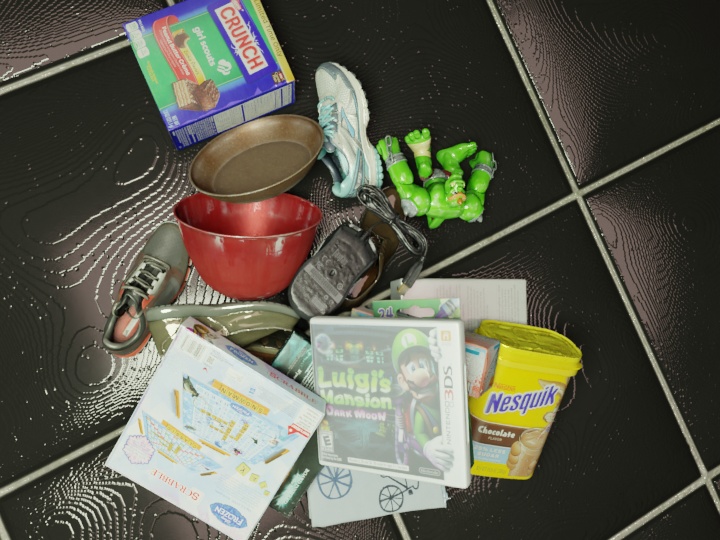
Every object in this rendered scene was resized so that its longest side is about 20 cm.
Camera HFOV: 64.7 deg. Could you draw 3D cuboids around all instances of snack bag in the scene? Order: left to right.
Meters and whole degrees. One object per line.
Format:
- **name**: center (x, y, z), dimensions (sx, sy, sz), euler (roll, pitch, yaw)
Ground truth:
- **snack bag**: center (0.016, 0.237, 0.772), dimensions (0.193, 0.021, 0.195), euler (-7, 91, -2)

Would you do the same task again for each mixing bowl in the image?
- **mixing bowl**: center (-0.152, -0.031, 0.773), dimensions (0.193, 0.201, 0.112), euler (3, 114, -9)

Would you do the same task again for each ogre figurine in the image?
- **ogre figurine**: center (0.124, -0.135, 0.862), dimensions (0.196, 0.097, 0.124), euler (10, 69, -42)

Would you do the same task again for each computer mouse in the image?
- **computer mouse**: center (0.000, 0.000, 0.774), dimensions (0.139, 0.046, 0.202), euler (38, 80, -8)

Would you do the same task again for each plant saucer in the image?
- **plant saucer**: center (-0.141, -0.152, 0.797), dimensions (0.196, 0.201, 0.037), euler (-25, 131, -10)

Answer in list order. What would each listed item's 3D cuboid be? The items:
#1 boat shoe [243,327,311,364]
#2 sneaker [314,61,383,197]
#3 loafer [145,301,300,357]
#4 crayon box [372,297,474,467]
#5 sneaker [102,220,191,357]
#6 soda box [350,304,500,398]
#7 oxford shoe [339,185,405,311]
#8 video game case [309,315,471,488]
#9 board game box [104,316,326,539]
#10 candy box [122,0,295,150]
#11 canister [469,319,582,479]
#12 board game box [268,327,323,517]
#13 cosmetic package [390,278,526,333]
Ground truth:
- **boat shoe**: center (-0.165, 0.114, 0.805), dimensions (0.194, 0.076, 0.076), euler (8, 114, -8)
- **sneaker**: center (-0.031, -0.204, 0.830), dimensions (0.085, 0.077, 0.205), euler (-20, 91, -36)
- **loafer**: center (-0.174, 0.077, 0.736), dimensions (0.194, 0.075, 0.072), euler (-1, 87, -18)
- **crayon box**: center (0.065, 0.140, 0.693), dimensions (0.122, 0.051, 0.207), euler (-4, 93, 29)
- **sneaker**: center (-0.291, 0.026, 0.781), dimensions (0.075, 0.082, 0.205), euler (22, 82, -6)
- **soda box**: center (0.080, 0.101, 0.751), dimensions (0.195, 0.068, 0.066), euler (15, 99, 28)
- **oxford shoe**: center (0.023, -0.035, 0.839), dimensions (0.071, 0.084, 0.205), euler (23, 80, -4)
- **video game case**: center (0.030, 0.149, 0.670), dimensions (0.195, 0.023, 0.188), euler (-1, 95, 29)
- **board game box**: center (-0.172, 0.195, 0.685), dimensions (0.197, 0.041, 0.202), euler (32, 99, -6)
- **candy box**: center (-0.213, -0.299, 0.828), dimensions (0.196, 0.077, 0.173), euler (-25, 86, -12)
- **canister**: center (0.211, 0.186, 0.808), dimensions (0.144, 0.087, 0.206), euler (9, 109, -13)
- **board game box**: center (-0.090, 0.198, 0.738), dimensions (0.134, 0.028, 0.202), euler (36, 90, -8)
- **cosmetic package**: center (0.145, 0.065, 0.854), dimensions (0.193, 0.071, 0.105), euler (1, 86, -10)
